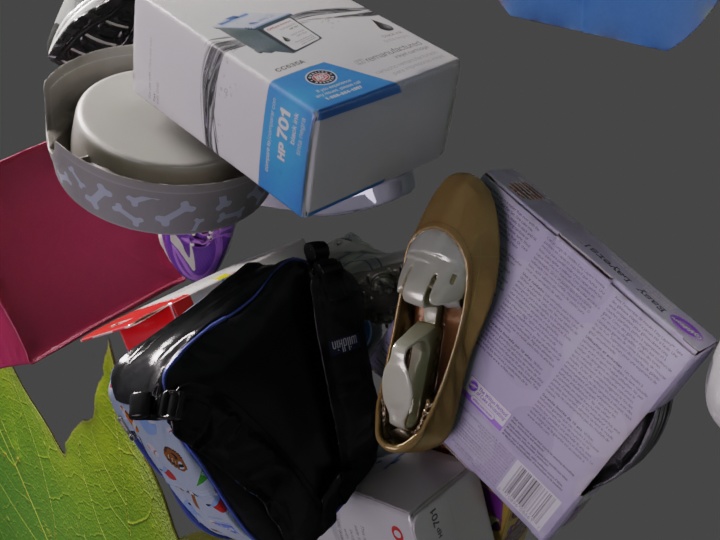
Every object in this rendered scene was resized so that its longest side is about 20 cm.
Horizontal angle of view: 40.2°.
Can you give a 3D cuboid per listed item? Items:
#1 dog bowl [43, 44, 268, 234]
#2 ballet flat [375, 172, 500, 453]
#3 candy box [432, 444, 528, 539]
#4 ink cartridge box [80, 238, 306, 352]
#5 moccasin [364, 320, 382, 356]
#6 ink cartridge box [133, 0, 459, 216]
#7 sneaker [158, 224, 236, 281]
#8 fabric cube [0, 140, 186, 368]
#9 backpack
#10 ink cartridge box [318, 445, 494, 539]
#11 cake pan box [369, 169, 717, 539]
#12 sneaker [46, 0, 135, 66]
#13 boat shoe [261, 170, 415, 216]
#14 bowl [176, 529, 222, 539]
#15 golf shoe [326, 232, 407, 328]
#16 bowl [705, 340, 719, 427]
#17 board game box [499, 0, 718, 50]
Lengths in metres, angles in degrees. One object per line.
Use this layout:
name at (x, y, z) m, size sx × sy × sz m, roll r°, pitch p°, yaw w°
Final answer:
dog bowl at (-0.152, -0.105, 0.778) m, size 0.200 × 0.199 × 0.059 m, roll 39°, pitch 135°, yaw 27°
ballet flat at (0.050, 0.035, 0.672) m, size 0.068 × 0.063 × 0.203 m, roll 17°, pitch 106°, yaw 35°
candy box at (0.090, 0.175, 0.832) m, size 0.116 × 0.056 × 0.202 m, roll 34°, pitch 135°, yaw 31°
ink cartridge box at (-0.141, 0.044, 0.903) m, size 0.116 × 0.199 × 0.068 m, roll -16°, pitch 100°, yaw 52°
moccasin at (-0.046, 0.102, 0.927) m, size 0.200 × 0.068 × 0.081 m, roll -43°, pitch 58°, yaw 28°
ink cartridge box at (-0.051, -0.141, 0.722) m, size 0.199 × 0.146 × 0.087 m, roll 37°, pitch 136°, yaw 29°
sneaker at (-0.148, -0.059, 0.926) m, size 0.084 × 0.080 × 0.201 m, roll -100°, pitch 20°, yaw -43°
fabric cube at (-0.343, -0.022, 1.082) m, size 0.199 × 0.195 × 0.202 m, roll -13°, pitch 105°, yaw 57°
backpack at (-0.081, 0.109, 0.740) m, size 0.153 × 0.200 × 0.192 m, roll -6°, pitch 116°, yaw 52°
ink cartridge box at (0.016, 0.223, 0.832) m, size 0.199 × 0.085 × 0.148 m, roll 5°, pitch 115°, yaw 47°
cake pan box at (0.120, 0.060, 0.691) m, size 0.200 × 0.052 × 0.185 m, roll 43°, pitch 122°, yaw 25°
sneaker at (-0.224, -0.266, 0.898) m, size 0.200 × 0.074 × 0.080 m, roll -47°, pitch 59°, yaw 24°
boat shoe at (-0.035, -0.085, 0.812) m, size 0.199 × 0.072 × 0.063 m, roll 6°, pitch 115°, yaw 50°
bowl at (-0.130, 0.380, 1.162) m, size 0.199 × 0.107 × 0.202 m, roll 26°, pitch 129°, yaw 37°
golf shoe at (0.000, 0.000, 0.819) m, size 0.198 × 0.098 × 0.078 m, roll -17°, pitch 141°, yaw 30°
bowl at (0.289, 0.067, 0.527) m, size 0.199 × 0.074 × 0.201 m, roll 41°, pitch 136°, yaw 25°
board game box at (0.140, -0.218, 0.561) m, size 0.199 × 0.039 × 0.160 m, roll 28°, pitch 135°, yaw 43°
